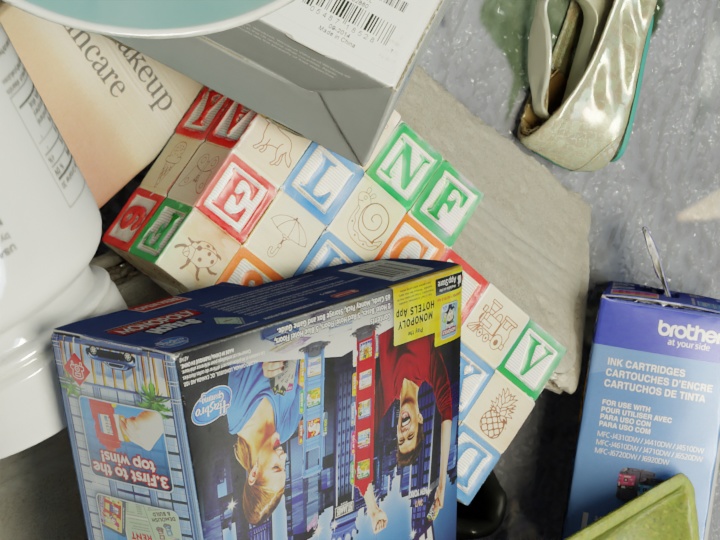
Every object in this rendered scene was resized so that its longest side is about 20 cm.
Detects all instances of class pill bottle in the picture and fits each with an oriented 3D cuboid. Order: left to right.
[{"bbox_3d":[-0.168,-0.034,0.845,0.113,0.113,0.201,-34,110,-21],"label":"pill bottle"}]

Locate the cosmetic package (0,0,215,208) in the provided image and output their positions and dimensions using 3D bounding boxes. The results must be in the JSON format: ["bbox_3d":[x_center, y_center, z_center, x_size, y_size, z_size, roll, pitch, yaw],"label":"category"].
[{"bbox_3d":[-0.129,-0.093,0.976,0.200,0.087,0.104,-45,118,-17],"label":"cosmetic package"}]

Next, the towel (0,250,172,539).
[{"bbox_3d":[-0.157,0.080,0.985,0.199,0.034,0.133,-27,131,-29],"label":"towel"}]

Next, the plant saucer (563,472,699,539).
[{"bbox_3d":[0.096,0.213,1.023,0.199,0.048,0.202,-19,105,-53],"label":"plant saucer"}]

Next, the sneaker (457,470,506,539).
[{"bbox_3d":[0.016,0.056,1.093,0.070,0.099,0.201,-45,122,-22],"label":"sneaker"}]

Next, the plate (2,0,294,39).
[{"bbox_3d":[-0.089,-0.168,0.834,0.199,0.026,0.201,6,62,-12],"label":"plate"}]

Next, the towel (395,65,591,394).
[{"bbox_3d":[0.040,-0.031,1.109,0.200,0.034,0.133,37,42,-28],"label":"towel"}]

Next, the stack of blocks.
[{"bbox_3d":[0.000,0.000,0.987,0.200,0.058,0.115,40,79,-30],"label":"stack of blocks"}]

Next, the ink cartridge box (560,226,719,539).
[{"bbox_3d":[0.151,0.080,1.157,0.076,0.136,0.202,11,93,7],"label":"ink cartridge box"}]

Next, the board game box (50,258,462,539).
[{"bbox_3d":[-0.036,0.107,0.891,0.200,0.061,0.201,-15,111,-55],"label":"board game box"}]

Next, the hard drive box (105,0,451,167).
[{"bbox_3d":[-0.018,-0.169,0.909,0.155,0.077,0.201,28,67,1],"label":"hard drive box"}]

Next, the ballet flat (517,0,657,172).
[{"bbox_3d":[0.127,-0.152,1.158,0.062,0.067,0.201,12,91,-21],"label":"ballet flat"}]
